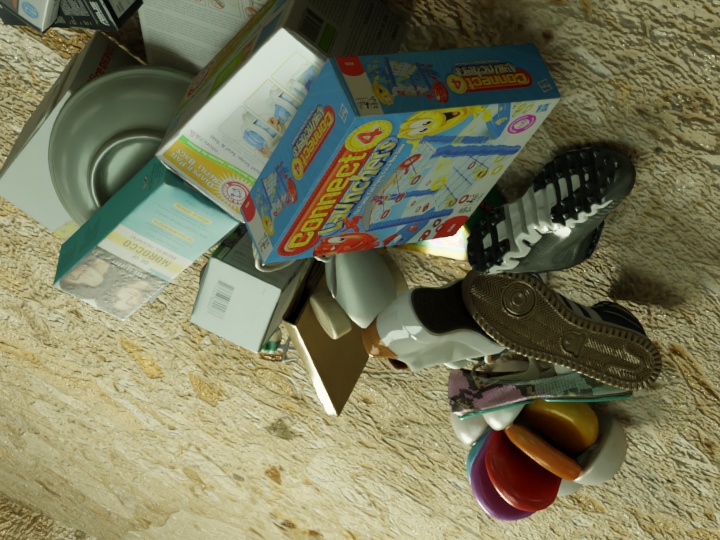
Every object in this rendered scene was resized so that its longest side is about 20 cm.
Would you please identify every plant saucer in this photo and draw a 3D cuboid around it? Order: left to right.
[{"bbox_3d":[-0.195,-0.088,1.524,0.198,0.050,0.202,1,120,2],"label":"plant saucer"}]

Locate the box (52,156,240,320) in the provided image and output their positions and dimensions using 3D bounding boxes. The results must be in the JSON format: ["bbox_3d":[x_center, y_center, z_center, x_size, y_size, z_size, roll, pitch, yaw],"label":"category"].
[{"bbox_3d":[-0.193,-0.032,1.485,0.082,0.050,0.200,28,137,-26],"label":"box"}]

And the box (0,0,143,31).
[{"bbox_3d":[-0.297,-0.304,1.445,0.159,0.044,0.201,9,139,38],"label":"box"}]

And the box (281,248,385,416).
[{"bbox_3d":[-0.017,0.037,1.706,0.021,0.164,0.201,17,154,22],"label":"box"}]

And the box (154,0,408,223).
[{"bbox_3d":[-0.068,-0.150,1.376,0.101,0.113,0.200,36,133,-17],"label":"box"}]

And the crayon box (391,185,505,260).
[{"bbox_3d":[0.046,-0.092,1.507,0.118,0.059,0.200,11,151,37],"label":"crayon box"}]

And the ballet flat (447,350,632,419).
[{"bbox_3d":[0.185,0.110,1.724,0.198,0.072,0.069,-8,-177,14],"label":"ballet flat"}]

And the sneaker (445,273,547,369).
[{"bbox_3d":[0.130,0.045,1.668,0.078,0.080,0.200,29,155,1],"label":"sneaker"}]

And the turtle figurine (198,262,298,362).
[{"bbox_3d":[-0.076,0.025,1.818,0.199,0.102,0.149,22,-158,35],"label":"turtle figurine"}]

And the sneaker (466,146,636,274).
[{"bbox_3d":[0.183,-0.048,1.439,0.090,0.067,0.200,10,151,-32],"label":"sneaker"}]

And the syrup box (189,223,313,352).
[{"bbox_3d":[-0.094,-0.006,1.657,0.081,0.200,0.079,25,118,4],"label":"syrup box"}]

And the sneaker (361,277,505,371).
[{"bbox_3d":[0.069,0.055,1.548,0.084,0.073,0.199,-33,157,27],"label":"sneaker"}]

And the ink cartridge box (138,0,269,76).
[{"bbox_3d":[-0.123,-0.225,1.468,0.160,0.050,0.201,21,141,20],"label":"ink cartridge box"}]

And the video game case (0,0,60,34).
[{"bbox_3d":[-0.334,-0.314,1.402,0.199,0.026,0.181,36,149,2],"label":"video game case"}]

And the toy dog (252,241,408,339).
[{"bbox_3d":[0.000,0.000,1.538,0.096,0.132,0.200,44,179,36],"label":"toy dog"}]

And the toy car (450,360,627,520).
[{"bbox_3d":[0.184,0.206,1.837,0.174,0.151,0.200,32,157,-8],"label":"toy car"}]

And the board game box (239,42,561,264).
[{"bbox_3d":[0.029,-0.092,1.311,0.056,0.194,0.200,65,145,24],"label":"board game box"}]

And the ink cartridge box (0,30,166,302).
[{"bbox_3d":[-0.234,-0.104,1.630,0.199,0.146,0.145,37,116,-16],"label":"ink cartridge box"}]

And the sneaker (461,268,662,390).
[{"bbox_3d":[0.188,0.048,1.557,0.198,0.071,0.109,26,-169,2],"label":"sneaker"}]
